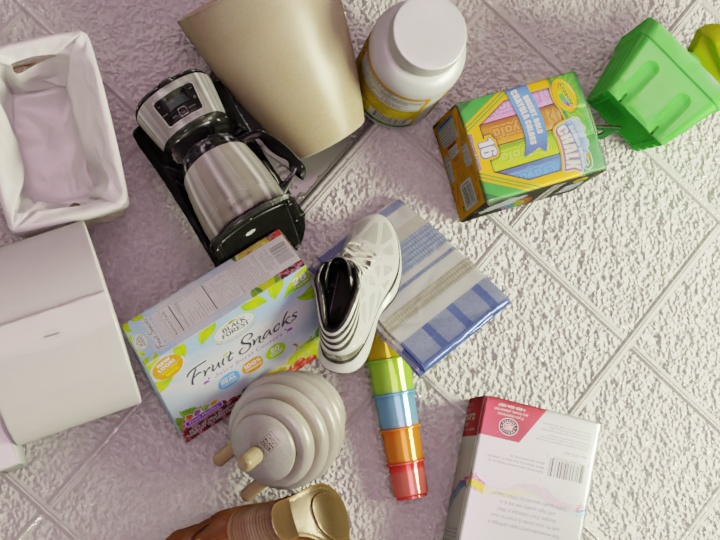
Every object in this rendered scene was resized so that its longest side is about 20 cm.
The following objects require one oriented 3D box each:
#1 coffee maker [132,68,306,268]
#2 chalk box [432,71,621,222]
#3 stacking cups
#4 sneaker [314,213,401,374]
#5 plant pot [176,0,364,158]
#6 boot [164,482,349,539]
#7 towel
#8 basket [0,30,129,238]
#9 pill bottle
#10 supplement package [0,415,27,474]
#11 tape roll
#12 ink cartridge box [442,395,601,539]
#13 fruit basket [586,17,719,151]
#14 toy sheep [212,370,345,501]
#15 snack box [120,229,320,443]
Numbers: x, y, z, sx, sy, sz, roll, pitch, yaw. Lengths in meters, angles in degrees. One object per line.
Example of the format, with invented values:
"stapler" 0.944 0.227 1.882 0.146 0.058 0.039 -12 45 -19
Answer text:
"coffee maker" -0.161 -0.093 1.447 0.133 0.193 0.201 -21 65 -28
"chalk box" 0.204 -0.150 1.528 0.197 0.125 0.126 -17 85 -13
"stacking cups" 0.046 0.159 1.492 0.060 0.060 0.203 -12 87 -11
"sneaker" 0.000 0.000 1.410 0.074 0.116 0.203 10 57 9
"plant pot" -0.081 -0.237 1.475 0.186 0.187 0.202 -31 105 -12
"boot" -0.110 0.292 1.425 0.154 0.199 0.078 -20 79 25
"towel" 0.054 0.015 1.481 0.146 0.024 0.200 -37 62 -19
"basket" -0.339 -0.140 1.431 0.133 0.123 0.203 -14 84 -11
"pill bottle" 0.057 -0.239 1.474 0.111 0.200 0.115 1 82 -9
"supplement package" -0.465 0.185 1.367 0.197 0.117 0.119 -20 85 -12
"tape roll" -0.324 0.065 1.365 0.137 0.203 0.206 -18 85 -12
"ink cartridge box" 0.179 0.258 1.486 0.143 0.083 0.203 14 80 -8
"fruit basket" 0.383 -0.239 1.530 0.155 0.216 0.216 44 78 -1
"toy sheep" -0.084 0.176 1.408 0.136 0.200 0.140 6 110 17
"snack box" -0.140 0.073 1.411 0.199 0.170 0.068 -33 55 -14
